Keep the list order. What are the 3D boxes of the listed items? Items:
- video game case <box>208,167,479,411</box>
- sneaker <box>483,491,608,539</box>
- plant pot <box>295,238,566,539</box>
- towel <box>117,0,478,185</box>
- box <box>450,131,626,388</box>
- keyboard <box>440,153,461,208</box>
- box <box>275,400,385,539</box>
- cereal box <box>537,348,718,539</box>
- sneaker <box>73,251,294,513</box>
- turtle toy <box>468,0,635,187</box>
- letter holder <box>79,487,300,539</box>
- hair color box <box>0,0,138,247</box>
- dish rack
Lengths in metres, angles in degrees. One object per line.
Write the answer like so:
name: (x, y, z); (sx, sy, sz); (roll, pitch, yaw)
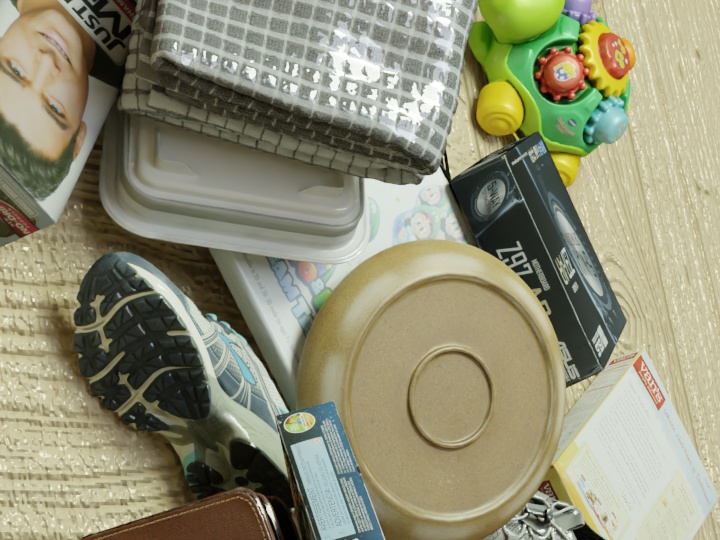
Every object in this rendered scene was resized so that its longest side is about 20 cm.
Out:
video game case: (0.000, 0.000, 1.387); (0.182, 0.024, 0.201); (-32, 100, -34)
sneaker: (0.116, 0.173, 1.503); (0.200, 0.082, 0.075); (33, 49, -40)
plant pot: (0.053, 0.080, 1.364); (0.199, 0.027, 0.202); (0, 90, -29)
towel: (-0.031, -0.155, 1.267); (0.199, 0.086, 0.167); (16, 77, -13)
box: (0.129, -0.010, 1.514); (0.161, 0.043, 0.200); (65, 14, -2)
keyboard: (0.032, -0.087, 1.558); (0.104, 0.039, 0.201); (-19, 89, -54)
box: (-0.003, 0.196, 1.245); (0.137, 0.037, 0.201); (-114, -168, -55)
cereal box: (0.203, 0.168, 1.659); (0.144, 0.039, 0.200); (63, 35, -10)
sneaker: (-0.103, 0.061, 1.289); (0.200, 0.077, 0.087); (58, 24, -28)
turtle toy: (0.152, -0.169, 1.704); (0.200, 0.101, 0.146); (41, 44, -34)
letter holder: (-0.055, 0.226, 1.194); (0.100, 0.142, 0.201); (0, 73, -53)
hair color box: (-0.195, -0.120, 1.250); (0.099, 0.060, 0.201); (47, 41, -29)
dish rack: (-0.073, -0.104, 1.337); (0.171, 0.044, 0.201); (8, 53, -14)
